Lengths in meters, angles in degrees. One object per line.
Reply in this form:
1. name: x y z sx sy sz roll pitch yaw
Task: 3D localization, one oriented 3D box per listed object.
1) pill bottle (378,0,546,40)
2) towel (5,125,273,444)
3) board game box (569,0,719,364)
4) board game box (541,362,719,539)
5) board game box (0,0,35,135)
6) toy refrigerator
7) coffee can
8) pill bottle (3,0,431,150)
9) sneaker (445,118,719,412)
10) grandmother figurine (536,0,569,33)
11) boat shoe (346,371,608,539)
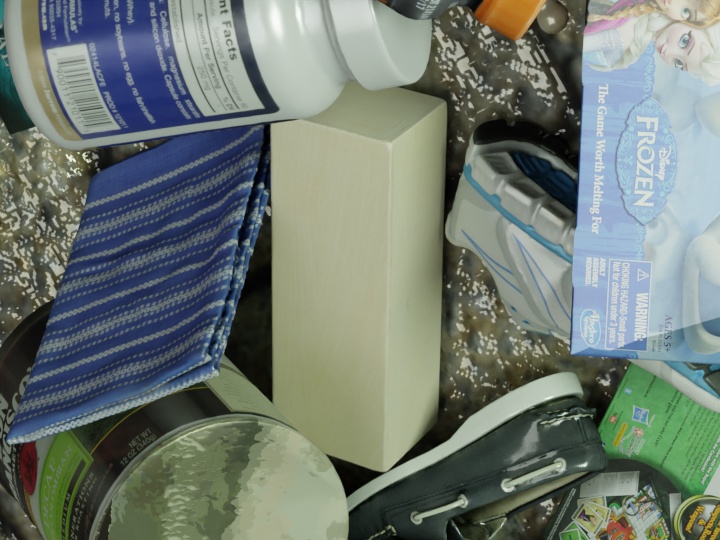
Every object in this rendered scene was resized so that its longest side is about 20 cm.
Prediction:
1. pill bottle: 0.007 -0.187 1.164 0.199 0.106 0.107 31 124 -4
2. towel: -0.114 -0.004 1.347 0.144 0.201 0.024 -21 128 31
3. board game box: 0.202 -0.053 1.197 0.197 0.043 0.202 3 107 7
4. board game box: 0.170 0.122 1.381 0.104 0.023 0.201 30 124 10
5. board game box: -0.180 -0.185 1.379 0.134 0.028 0.201 -17 107 30
6. toy refrigerator: 0.000 0.000 1.365 0.075 0.070 0.202 16 122 26
7. coffee can: -0.111 0.109 1.368 0.200 0.145 0.148 -141 40 -58
8. pill bottle: -0.071 -0.129 1.282 0.198 0.116 0.117 -6 112 19
9. sneaker: 0.124 0.012 1.315 0.200 0.075 0.087 44 132 18
10. grandmother figurine: 0.116 -0.175 1.240 0.199 0.061 0.122 34 96 8
11. boat shoe: 0.054 0.129 1.395 0.200 0.075 0.061 -40 65 37
